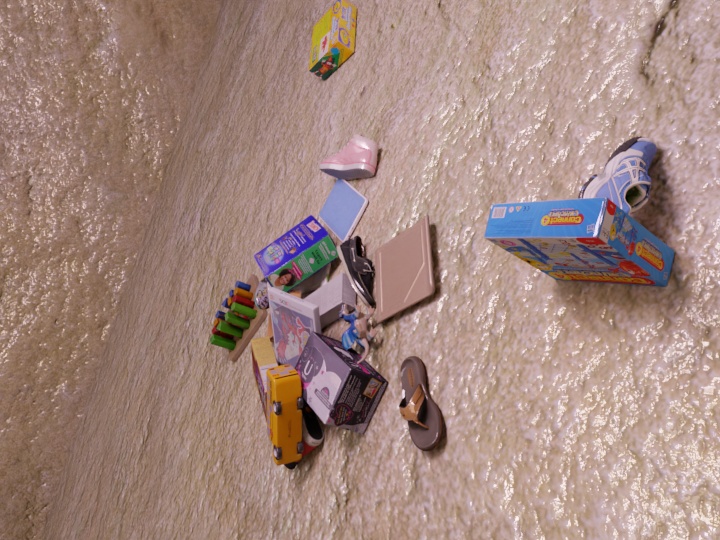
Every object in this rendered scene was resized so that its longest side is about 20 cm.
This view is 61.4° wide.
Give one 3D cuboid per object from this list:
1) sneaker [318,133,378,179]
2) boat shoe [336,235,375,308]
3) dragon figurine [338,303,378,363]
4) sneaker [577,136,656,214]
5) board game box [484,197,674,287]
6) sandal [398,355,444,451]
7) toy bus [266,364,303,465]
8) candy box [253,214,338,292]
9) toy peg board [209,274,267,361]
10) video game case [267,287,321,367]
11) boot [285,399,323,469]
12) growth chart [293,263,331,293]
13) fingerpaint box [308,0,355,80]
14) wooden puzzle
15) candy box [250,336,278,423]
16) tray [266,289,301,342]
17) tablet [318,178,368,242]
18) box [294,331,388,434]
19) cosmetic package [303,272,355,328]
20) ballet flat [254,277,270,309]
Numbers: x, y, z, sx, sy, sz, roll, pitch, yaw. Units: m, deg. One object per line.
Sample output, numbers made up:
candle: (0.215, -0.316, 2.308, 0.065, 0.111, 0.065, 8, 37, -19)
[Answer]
sneaker: (-0.026, -0.309, 1.641, 0.197, 0.075, 0.108, 6, 78, 45)
boat shoe: (0.000, 0.000, 1.438, 0.066, 0.072, 0.203, -28, 50, 8)
dragon figurine: (-0.006, 0.145, 1.356, 0.100, 0.057, 0.203, 119, 152, -42)
sneaker: (0.399, -0.129, 0.905, 0.076, 0.077, 0.200, 23, 56, 37)
board game box: (0.320, -0.039, 0.896, 0.198, 0.193, 0.057, 4, 73, 55)
sandal: (0.104, 0.248, 1.157, 0.082, 0.054, 0.204, -41, 41, 33)
toy bus: (-0.169, 0.321, 1.340, 0.078, 0.064, 0.206, 28, 121, 57)
candy box: (-0.170, -0.042, 1.608, 0.198, 0.078, 0.169, -36, 29, -5)
toy peg board: (-0.395, 0.133, 1.886, 0.201, 0.096, 0.201, -52, 36, 20)
video game case: (-0.156, 0.158, 1.473, 0.180, 0.023, 0.206, 18, 121, 43)
boot: (-0.166, 0.362, 1.459, 0.145, 0.071, 0.203, -49, 41, 28)
growth chart: (-0.138, 0.002, 1.672, 0.198, 0.017, 0.149, -8, 64, 53)
fingerpaint box: (-0.090, -0.762, 2.001, 0.165, 0.072, 0.205, -29, 49, 44)
wooden puzzle: (0.097, 0.002, 1.333, 0.199, 0.037, 0.189, -36, 45, 45)
candy box: (-0.240, 0.283, 1.574, 0.201, 0.055, 0.119, -118, 26, -51)
tray: (-0.208, 0.127, 1.633, 0.200, 0.036, 0.101, 144, 135, -62)
tablet: (-0.049, -0.168, 1.651, 0.132, 0.013, 0.200, -60, 33, 12)
box: (-0.055, 0.242, 1.329, 0.199, 0.113, 0.135, 33, 98, 56)
cosmetic package: (-0.088, 0.089, 1.521, 0.198, 0.050, 0.084, -33, 44, 42)
ballet flat: (-0.236, 0.036, 1.692, 0.072, 0.072, 0.201, -46, 9, 27)
